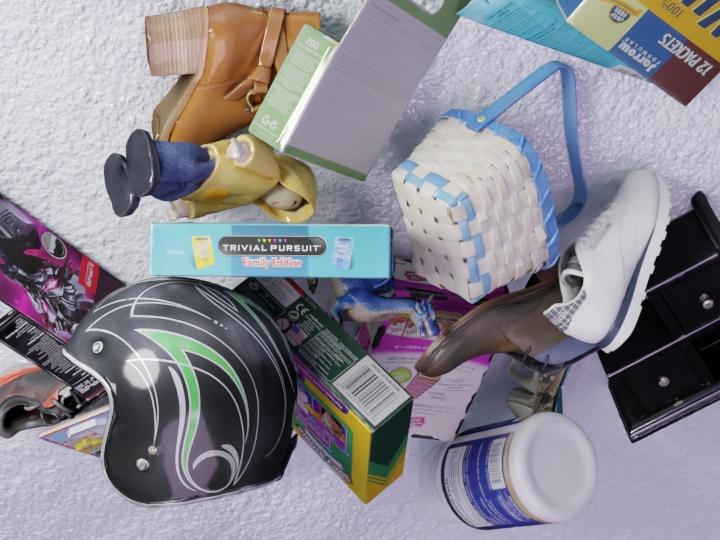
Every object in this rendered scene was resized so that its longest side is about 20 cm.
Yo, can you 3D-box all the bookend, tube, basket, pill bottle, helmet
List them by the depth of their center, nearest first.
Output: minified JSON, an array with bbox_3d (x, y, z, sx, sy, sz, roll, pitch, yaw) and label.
[{"bbox_3d":[-0.156,0.099,1.085,0.200,0.200,0.191,-7,90,-4],"label":"helmet"},{"bbox_3d":[0.190,-0.213,1.088,0.200,0.050,0.077,11,159,-25],"label":"tube"},{"bbox_3d":[0.133,-0.082,1.152,0.200,0.139,0.177,-31,129,-21],"label":"basket"},{"bbox_3d":[0.325,0.054,1.304,0.199,0.092,0.200,-29,125,14],"label":"bookend"},{"bbox_3d":[0.155,0.224,1.349,0.116,0.116,0.200,24,155,-25],"label":"pill bottle"}]

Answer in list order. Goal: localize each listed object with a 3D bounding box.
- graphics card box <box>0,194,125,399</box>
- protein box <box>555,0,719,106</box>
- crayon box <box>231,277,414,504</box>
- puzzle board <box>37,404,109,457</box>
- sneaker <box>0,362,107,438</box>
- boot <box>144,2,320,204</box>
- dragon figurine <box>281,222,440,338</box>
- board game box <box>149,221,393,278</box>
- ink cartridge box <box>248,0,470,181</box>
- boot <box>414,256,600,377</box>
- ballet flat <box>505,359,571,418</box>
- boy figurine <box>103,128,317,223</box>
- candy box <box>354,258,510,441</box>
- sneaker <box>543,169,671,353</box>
[{"bbox_3d":[-0.308,0.018,1.154,0.051,0.126,0.200,-33,125,26],"label":"graphics card box"},{"bbox_3d":[0.251,-0.281,0.964,0.135,0.199,0.200,28,119,-27],"label":"protein box"},{"bbox_3d":[-0.039,0.112,1.202,0.058,0.200,0.173,-37,156,-22],"label":"crayon box"},{"bbox_3d":[-0.216,0.155,1.297,0.200,0.017,0.151,-22,160,8],"label":"puzzle board"},{"bbox_3d":[-0.290,0.123,1.267,0.200,0.082,0.077,-25,127,11],"label":"sneaker"},{"bbox_3d":[-0.110,-0.146,1.102,0.155,0.077,0.200,-5,122,-11],"label":"boot"},{"bbox_3d":[0.000,0.000,1.192,0.099,0.200,0.059,-29,158,-10],"label":"dragon figurine"},{"bbox_3d":[-0.071,-0.018,1.086,0.200,0.151,0.047,1,90,2],"label":"board game box"},{"bbox_3d":[0.004,-0.182,1.058,0.145,0.048,0.200,13,108,-60],"label":"ink cartridge box"},{"bbox_3d":[0.156,0.070,1.200,0.200,0.097,0.075,-32,165,-7],"label":"boot"},{"bbox_3d":[0.200,0.125,1.366,0.075,0.068,0.200,10,124,10],"label":"ballet flat"},{"bbox_3d":[-0.122,-0.074,1.061,0.200,0.065,0.124,5,150,-45],"label":"boy figurine"},{"bbox_3d":[0.064,0.088,1.309,0.136,0.061,0.200,9,125,-17],"label":"candy box"},{"bbox_3d":[0.239,-0.022,1.183,0.080,0.200,0.076,23,152,-3],"label":"sneaker"}]
